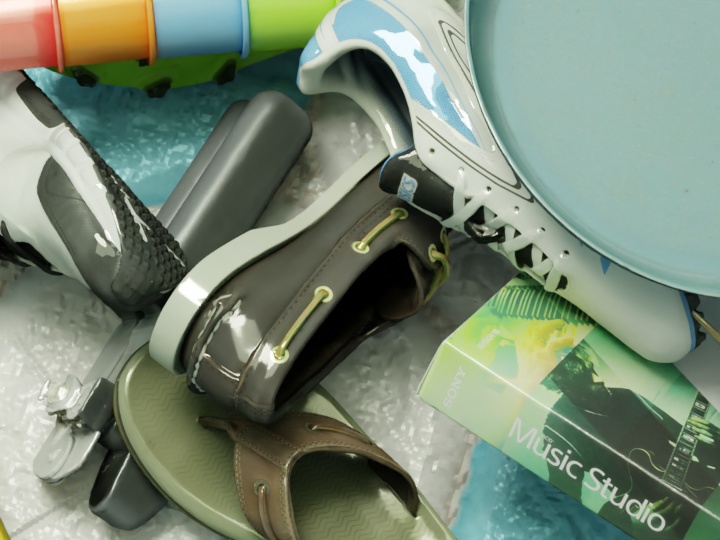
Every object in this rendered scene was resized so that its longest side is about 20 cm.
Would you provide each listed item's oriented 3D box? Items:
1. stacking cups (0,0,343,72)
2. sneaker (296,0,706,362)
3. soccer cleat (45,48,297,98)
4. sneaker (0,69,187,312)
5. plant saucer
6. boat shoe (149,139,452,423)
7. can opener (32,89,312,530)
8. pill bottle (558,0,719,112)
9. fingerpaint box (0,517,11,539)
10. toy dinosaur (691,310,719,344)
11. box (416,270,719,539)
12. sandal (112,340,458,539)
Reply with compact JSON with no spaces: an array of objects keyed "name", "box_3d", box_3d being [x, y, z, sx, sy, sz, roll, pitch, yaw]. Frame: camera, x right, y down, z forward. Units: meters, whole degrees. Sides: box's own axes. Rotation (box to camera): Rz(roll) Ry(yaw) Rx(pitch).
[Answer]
[{"name":"stacking cups","box_3d":[-0.070,-0.112,1.020,0.199,0.061,0.061,-7,66,-5]},{"name":"sneaker","box_3d":[0.055,-0.032,0.963,0.072,0.072,0.200,-41,77,-18]},{"name":"soccer cleat","box_3d":[-0.057,-0.131,1.088,0.199,0.068,0.081,-10,56,-10]},{"name":"sneaker","box_3d":[-0.139,-0.026,1.012,0.080,0.074,0.200,-41,37,-5]},{"name":"plant saucer","box_3d":[0.132,-0.078,0.943,0.199,0.027,0.201,6,67,-14]},{"name":"boat shoe","box_3d":[0.000,0.000,0.996,0.060,0.072,0.201,37,46,19]},{"name":"can opener","box_3d":[-0.077,0.014,1.035,0.066,0.053,0.201,35,69,-22]},{"name":"pill bottle","box_3d":[0.147,-0.111,1.038,0.200,0.109,0.109,-35,70,-27]},{"name":"fingerpaint box","box_3d":[-0.221,0.132,0.966,0.166,0.073,0.201,-25,68,-9]},{"name":"toy dinosaur","box_3d":[0.220,0.055,0.964,0.199,0.058,0.101,-2,28,-38]},{"name":"box","box_3d":[0.140,0.063,0.970,0.200,0.036,0.144,31,34,14]},{"name":"sandal","box_3d":[-0.012,0.091,0.975,0.201,0.057,0.080,40,66,8]}]
